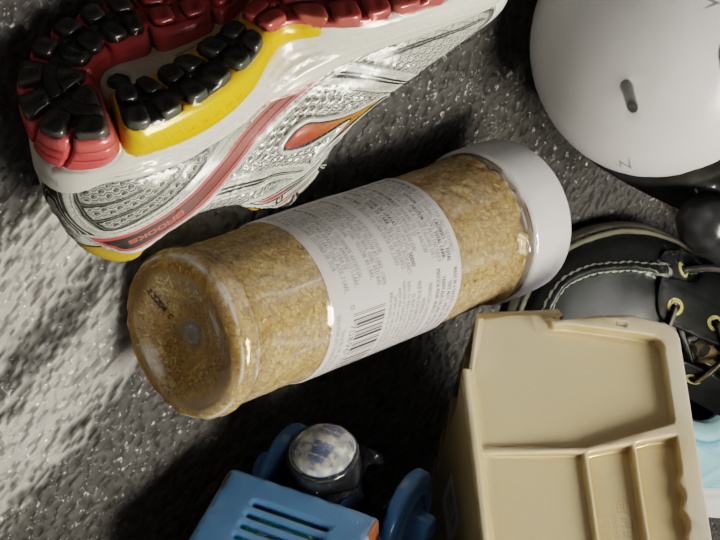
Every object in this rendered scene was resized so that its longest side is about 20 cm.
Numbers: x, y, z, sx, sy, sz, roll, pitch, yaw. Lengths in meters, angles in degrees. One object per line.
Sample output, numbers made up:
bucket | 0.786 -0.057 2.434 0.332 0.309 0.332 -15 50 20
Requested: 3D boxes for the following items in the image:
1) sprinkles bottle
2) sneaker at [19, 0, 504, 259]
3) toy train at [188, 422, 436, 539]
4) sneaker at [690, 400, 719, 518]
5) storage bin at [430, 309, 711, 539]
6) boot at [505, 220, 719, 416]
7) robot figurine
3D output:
sprinkles bottle | 0.000 0.000 0.937 0.200 0.068 0.068 -20 132 -44
sneaker | -0.032 -0.072 0.825 0.200 0.078 0.082 -27 142 -24
toy train | -0.022 0.154 1.002 0.114 0.086 0.200 -56 156 -36
sneaker | 0.193 0.085 1.265 0.200 0.074 0.082 -2 121 -54
storage bin | 0.087 0.142 1.007 0.093 0.199 0.200 -3 158 -5
boot | 0.182 0.046 1.126 0.203 0.154 0.074 10 112 -43
robot figurine | 0.157 -0.087 1.021 0.125 0.150 0.200 -50 150 12
